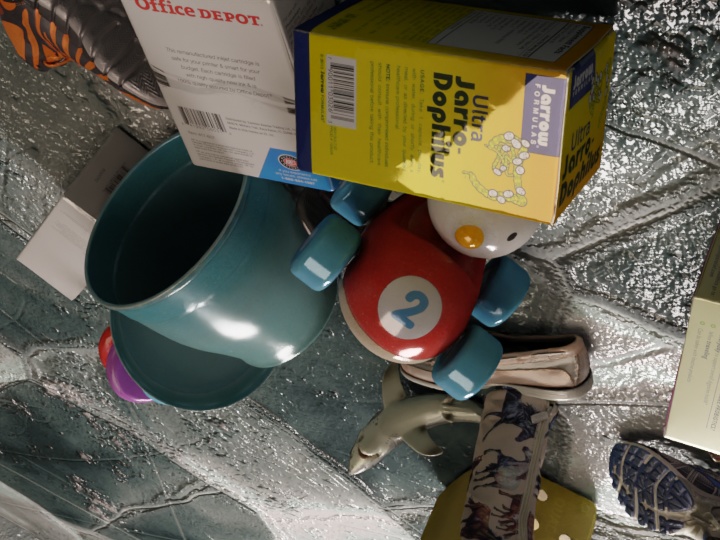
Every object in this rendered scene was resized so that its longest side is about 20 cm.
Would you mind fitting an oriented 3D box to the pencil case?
[{"bbox_3d":[0.153,0.215,1.130,0.078,0.200,0.089,28,146,-18],"label":"pencil case"}]

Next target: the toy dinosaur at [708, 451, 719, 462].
[{"bbox_3d":[0.382,0.141,0.997,0.101,0.058,0.200,14,136,-7],"label":"toy dinosaur"}]

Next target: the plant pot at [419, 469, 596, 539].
[{"bbox_3d":[0.176,0.343,1.319,0.200,0.200,0.177,25,137,6],"label":"plant pot"}]

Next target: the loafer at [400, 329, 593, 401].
[{"bbox_3d":[0.131,0.081,1.096,0.199,0.072,0.063,5,125,25],"label":"loafer"}]

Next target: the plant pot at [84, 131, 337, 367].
[{"bbox_3d":[-0.127,-0.007,1.063,0.200,0.201,0.188,-2,149,41],"label":"plant pot"}]

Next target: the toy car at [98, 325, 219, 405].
[{"bbox_3d":[-0.226,0.080,1.253,0.175,0.150,0.200,53,173,-34],"label":"toy car"}]

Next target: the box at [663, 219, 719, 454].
[{"bbox_3d":[0.353,0.073,0.849,0.200,0.097,0.176,17,140,21],"label":"box"}]

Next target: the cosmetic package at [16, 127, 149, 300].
[{"bbox_3d":[-0.287,-0.055,1.187,0.085,0.108,0.200,38,146,-15],"label":"cosmetic package"}]

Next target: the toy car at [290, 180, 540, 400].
[{"bbox_3d":[0.081,-0.033,0.882,0.184,0.177,0.200,37,136,-8],"label":"toy car"}]

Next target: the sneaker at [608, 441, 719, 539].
[{"bbox_3d":[0.345,0.236,1.122,0.200,0.085,0.077,32,118,38],"label":"sneaker"}]

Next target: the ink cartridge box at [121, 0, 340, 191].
[{"bbox_3d":[-0.089,-0.170,0.884,0.146,0.084,0.200,14,145,24],"label":"ink cartridge box"}]

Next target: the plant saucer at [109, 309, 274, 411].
[{"bbox_3d":[-0.169,0.046,1.153,0.200,0.200,0.027,43,157,-21],"label":"plant saucer"}]

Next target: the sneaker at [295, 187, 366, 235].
[{"bbox_3d":[0.000,0.000,1.069,0.200,0.076,0.115,39,150,-16],"label":"sneaker"}]

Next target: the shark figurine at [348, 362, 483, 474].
[{"bbox_3d":[0.098,0.173,1.259,0.214,0.129,0.090,0,167,12],"label":"shark figurine"}]

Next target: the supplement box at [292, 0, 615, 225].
[{"bbox_3d":[0.064,-0.120,0.779,0.199,0.109,0.110,14,122,24],"label":"supplement box"}]

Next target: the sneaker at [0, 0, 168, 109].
[{"bbox_3d":[-0.239,-0.203,0.981,0.200,0.078,0.112,42,152,-1],"label":"sneaker"}]
